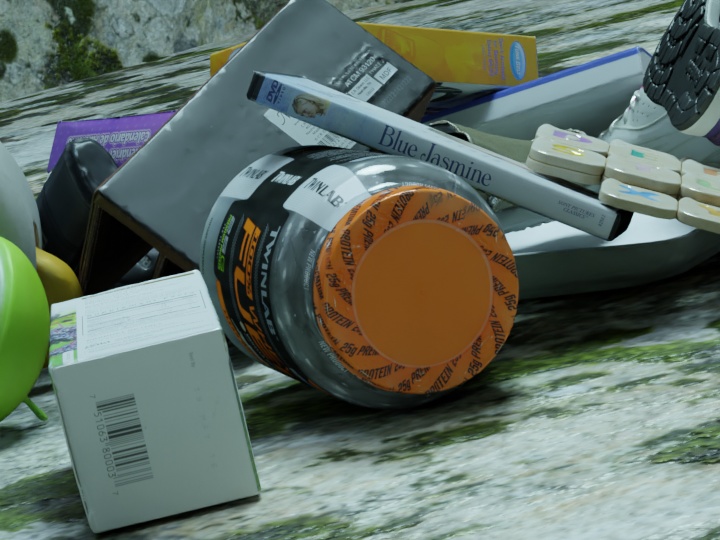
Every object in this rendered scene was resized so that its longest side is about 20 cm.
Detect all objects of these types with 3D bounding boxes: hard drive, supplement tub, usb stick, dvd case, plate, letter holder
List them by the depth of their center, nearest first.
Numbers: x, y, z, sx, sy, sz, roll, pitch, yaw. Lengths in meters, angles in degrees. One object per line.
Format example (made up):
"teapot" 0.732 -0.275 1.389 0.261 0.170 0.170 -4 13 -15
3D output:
"supplement tub" 0.000 0.002 1.471 0.122 0.123 0.200 -15 8 -15
"dvd case" 0.045 -0.061 1.560 0.200 0.018 0.143 21 6 6
"plate" 0.137 -0.018 1.707 0.200 0.032 0.200 -8 10 32
"letter holder" -0.065 -0.041 1.749 0.200 0.101 0.142 -47 -11 -32
"usb stick" -0.185 -0.014 1.807 0.033 0.055 0.200 -24 -15 -31
"hard drive" 0.117 -0.087 1.940 0.200 0.025 0.132 -17 -23 24

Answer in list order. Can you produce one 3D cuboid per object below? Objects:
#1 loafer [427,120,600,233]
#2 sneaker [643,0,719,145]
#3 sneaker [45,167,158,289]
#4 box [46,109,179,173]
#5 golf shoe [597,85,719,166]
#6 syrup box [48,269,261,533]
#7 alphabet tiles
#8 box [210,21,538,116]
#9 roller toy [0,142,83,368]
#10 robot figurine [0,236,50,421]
"loafer" 0.068 -0.054 1.701 0.075 0.070 0.200 -5 12 42
"sneaker" 0.220 -0.104 1.712 0.088 0.076 0.200 27 20 -10
"sneaker" -0.117 -0.001 1.883 0.200 0.088 0.076 10 -19 22
"box" -0.084 -0.056 1.949 0.200 0.039 0.137 19 -13 -37
"golf shoe" 0.186 -0.081 1.856 0.200 0.092 0.075 -6 12 44
"syrup box" -0.098 0.057 1.395 0.081 0.079 0.200 -13 9 -5
"alphabet tiles" 0.186 -0.042 1.568 0.200 0.015 0.196 14 11 5
"box" 0.018 -0.127 1.914 0.200 0.041 0.119 -1 -7 -35
"roller toy" -0.274 -0.005 1.716 0.182 0.200 0.140 -31 10 1
"robot figurine" -0.252 0.021 1.576 0.200 0.176 0.116 18 -36 -30
